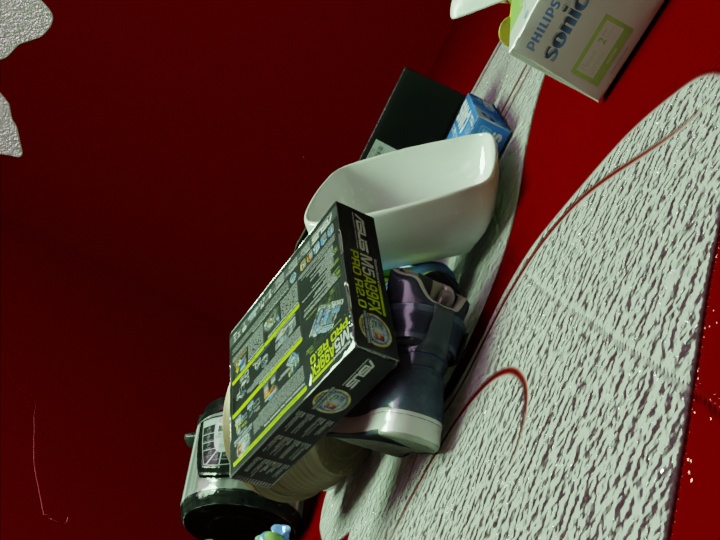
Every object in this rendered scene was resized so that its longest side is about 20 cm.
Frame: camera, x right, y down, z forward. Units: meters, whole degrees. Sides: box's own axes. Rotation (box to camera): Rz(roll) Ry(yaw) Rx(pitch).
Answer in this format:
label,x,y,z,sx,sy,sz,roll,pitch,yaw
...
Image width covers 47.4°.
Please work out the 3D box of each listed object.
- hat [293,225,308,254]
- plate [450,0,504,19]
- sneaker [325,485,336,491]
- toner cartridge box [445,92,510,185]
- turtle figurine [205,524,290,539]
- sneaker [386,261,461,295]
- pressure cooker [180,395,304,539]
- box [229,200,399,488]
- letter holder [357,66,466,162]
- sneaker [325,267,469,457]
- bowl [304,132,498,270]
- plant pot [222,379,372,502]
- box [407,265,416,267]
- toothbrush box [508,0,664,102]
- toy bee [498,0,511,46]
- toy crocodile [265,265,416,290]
label,x,y,z,sx,sy,sz,roll,pitch,yaw
hat,0.005,-0.006,1.095,0.082,0.196,0.202,-102,31,-44
plate,0.192,-0.365,0.862,0.197,0.032,0.203,-10,46,39
sneaker,-0.038,0.157,0.977,0.082,0.073,0.205,28,-112,-54
toner cartridge box,0.135,-0.154,1.006,0.201,0.042,0.097,-79,12,-71
turtle figurine,-0.164,0.392,0.942,0.200,0.141,0.197,-51,-17,-60
sneaker,0.014,0.064,0.810,0.199,0.066,0.079,-39,13,2
pressure cooker,-0.157,0.270,1.154,0.178,0.173,0.203,-43,31,42
box,-0.050,0.066,0.713,0.200,0.044,0.163,-49,35,33
letter holder,0.073,-0.162,1.188,0.203,0.099,0.142,-63,-15,1
sneaker,0.029,0.082,0.714,0.202,0.075,0.150,149,136,-65
bowl,0.050,-0.065,0.840,0.200,0.195,0.076,-69,-35,-64
plant pot,-0.041,0.153,0.870,0.091,0.200,0.204,9,69,44
box,0.000,0.000,0.988,0.032,0.200,0.123,-1,-53,-46
toothbrush box,0.188,-0.250,0.650,0.147,0.085,0.201,-61,5,34
toy bee,0.180,-0.338,0.949,0.200,0.106,0.135,-5,-78,-82
toy crocodile,-0.006,0.023,0.859,0.062,0.195,0.069,-134,45,-62
